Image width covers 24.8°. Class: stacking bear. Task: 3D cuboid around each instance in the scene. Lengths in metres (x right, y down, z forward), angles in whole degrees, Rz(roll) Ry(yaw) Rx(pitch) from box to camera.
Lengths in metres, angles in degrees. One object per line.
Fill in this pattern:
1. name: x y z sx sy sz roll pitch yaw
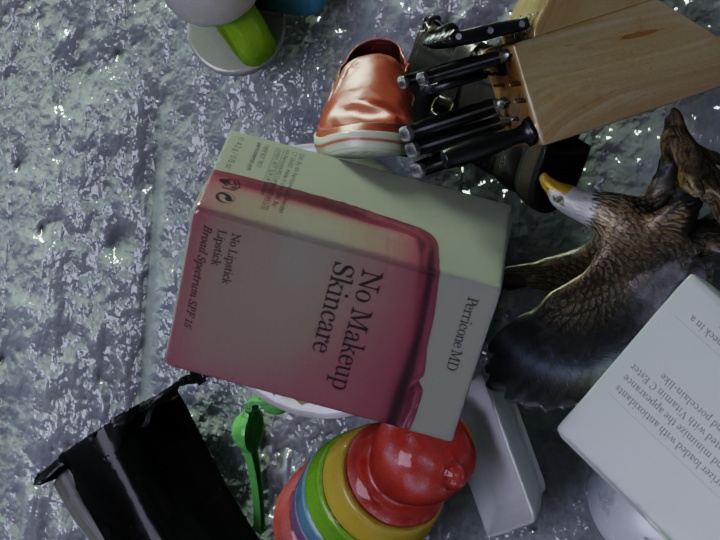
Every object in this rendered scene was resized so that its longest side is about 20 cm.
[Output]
1. stacking bear: 0.020 0.161 1.233 0.122 0.113 0.200 63 145 16

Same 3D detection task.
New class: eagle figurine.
1. eagle figurine: 0.172 -0.009 1.111 0.151 0.151 0.200 46 119 27

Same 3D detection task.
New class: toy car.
1. toy car: -0.097 -0.266 1.319 0.149 0.175 0.201 -27 74 -1

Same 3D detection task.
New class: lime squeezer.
1. lime squeezer: -0.070 0.130 1.387 0.071 0.038 0.201 44 117 27

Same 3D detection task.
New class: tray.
1. tray: 0.099 0.136 1.194 0.200 0.022 0.108 111 140 -77

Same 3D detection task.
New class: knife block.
1. knife block: 0.131 -0.111 1.086 0.176 0.199 0.064 -63 15 -2

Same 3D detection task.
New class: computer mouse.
1. computer mouse: 0.230 0.204 1.153 0.200 0.044 0.110 37 116 30

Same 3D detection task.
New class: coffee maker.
1. coffee maker: -0.160 0.216 1.385 0.201 0.134 0.192 58 149 6

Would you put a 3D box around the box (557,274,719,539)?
1. box: 0.258 0.127 1.012 0.199 0.200 0.131 44 100 27

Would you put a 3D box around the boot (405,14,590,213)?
1. boot: 0.104 -0.152 1.211 0.174 0.069 0.201 34 107 40

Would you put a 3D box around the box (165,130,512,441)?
1. box: -0.013 0.010 1.072 0.199 0.109 0.128 15 122 1

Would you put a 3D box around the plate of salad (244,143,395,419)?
1. plate of salad: -0.035 0.010 1.181 0.199 0.048 0.201 3 98 21

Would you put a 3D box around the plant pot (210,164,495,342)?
1. plant pot: 0.000 0.000 1.261 0.199 0.141 0.142 12 101 29

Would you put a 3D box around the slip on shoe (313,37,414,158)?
1. slip on shoe: 0.006 -0.120 1.161 0.074 0.200 0.062 -1 110 6
